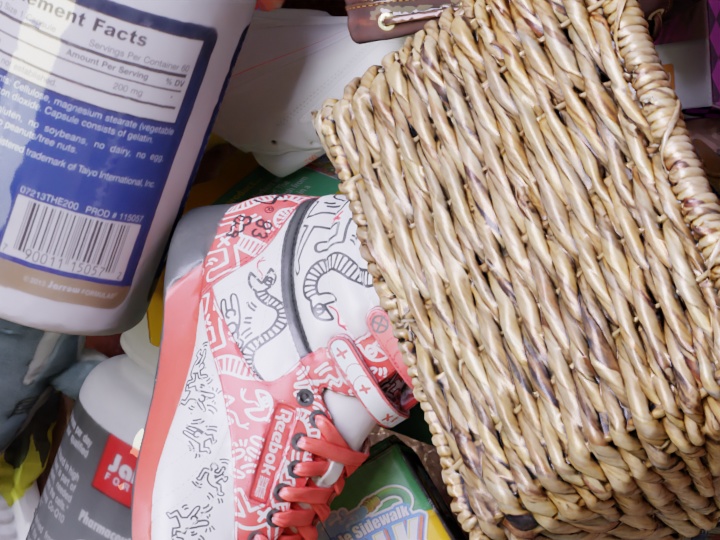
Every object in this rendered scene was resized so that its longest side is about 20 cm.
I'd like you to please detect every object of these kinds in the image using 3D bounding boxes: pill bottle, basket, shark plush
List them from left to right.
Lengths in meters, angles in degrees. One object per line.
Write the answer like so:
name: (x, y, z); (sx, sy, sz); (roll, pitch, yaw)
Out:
shark plush: (-0.159, 0.031, 1.279); (0.091, 0.083, 0.200); (48, 161, 10)
pill bottle: (-0.106, -0.085, 1.125); (0.111, 0.111, 0.200); (30, 106, 34)
pill bottle: (-0.086, 0.107, 1.292); (0.114, 0.114, 0.200); (30, 106, 34)
basket: (0.101, -0.008, 1.051); (0.149, 0.143, 0.200); (-36, 63, 33)

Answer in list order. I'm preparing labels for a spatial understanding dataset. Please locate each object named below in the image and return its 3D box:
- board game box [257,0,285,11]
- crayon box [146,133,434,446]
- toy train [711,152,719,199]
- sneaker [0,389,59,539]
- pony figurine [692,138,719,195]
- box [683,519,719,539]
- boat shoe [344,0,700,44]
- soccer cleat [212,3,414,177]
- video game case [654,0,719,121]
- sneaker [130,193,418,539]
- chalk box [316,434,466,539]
board game box: (-0.114, -0.121, 1.309); (0.200, 0.103, 0.105); (-55, 27, 22)
crayon box: (0.000, 0.000, 1.207); (0.200, 0.126, 0.052); (19, 130, 28)
toy train: (0.160, 0.034, 1.160); (0.046, 0.034, 0.200); (-27, 72, 29)
sneaker: (-0.199, 0.122, 1.413); (0.085, 0.074, 0.200); (4, 81, 43)
pony figurine: (0.208, 0.000, 1.061); (0.193, 0.166, 0.200); (-43, 63, 47)
box: (0.106, 0.143, 1.067); (0.119, 0.200, 0.042); (5, 123, 12)
boat shoe: (0.092, -0.118, 1.133); (0.200, 0.070, 0.070); (0, 88, 5)
soccer cleat: (-0.008, -0.076, 1.209); (0.200, 0.069, 0.078); (5, 84, 23)
video game case: (0.074, -0.155, 1.232); (0.181, 0.036, 0.200); (-5, 85, 36)
sneaker: (-0.022, 0.063, 1.086); (0.108, 0.067, 0.202); (-7, 65, 24)
chalk box: (-0.007, 0.146, 1.176); (0.124, 0.125, 0.200); (-31, 82, 0)
